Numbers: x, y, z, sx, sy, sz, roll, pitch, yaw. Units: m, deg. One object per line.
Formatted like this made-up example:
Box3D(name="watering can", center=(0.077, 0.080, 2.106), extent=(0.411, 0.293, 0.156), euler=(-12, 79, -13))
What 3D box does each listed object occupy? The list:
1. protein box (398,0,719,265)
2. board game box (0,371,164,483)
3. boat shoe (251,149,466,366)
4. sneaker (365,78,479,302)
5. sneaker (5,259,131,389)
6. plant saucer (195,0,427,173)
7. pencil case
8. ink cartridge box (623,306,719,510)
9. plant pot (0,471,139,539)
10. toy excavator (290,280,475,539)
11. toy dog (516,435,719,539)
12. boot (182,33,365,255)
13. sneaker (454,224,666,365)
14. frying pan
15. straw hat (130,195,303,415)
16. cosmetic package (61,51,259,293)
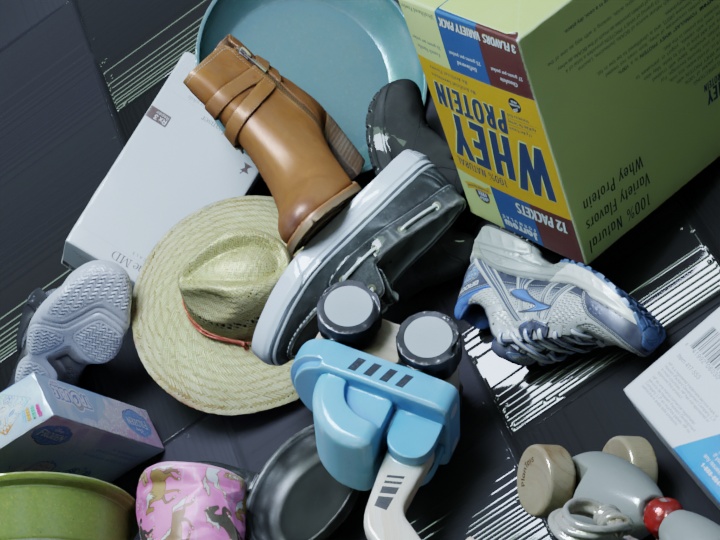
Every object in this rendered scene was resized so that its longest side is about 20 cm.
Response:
Box3D(name="protein box", center=(0.164, -0.155, 1.654), extent=(0.198, 0.201, 0.135), euler=(-38, 39, -22))
Box3D(name="board game box", center=(-0.280, 0.160, 1.766), extent=(0.198, 0.200, 0.044), euler=(-31, 70, 11))
Box3D(name="boat shoe", center=(0.000, 0.000, 1.706), extent=(0.071, 0.072, 0.200), euler=(39, 87, 21))
Box3D(name="sneaker", center=(0.056, -0.070, 1.803), extent=(0.090, 0.076, 0.201), euler=(-16, 58, 17))
Box3D(name="sneaker", center=(-0.243, 0.041, 1.879), extent=(0.114, 0.075, 0.201), euler=(-91, 26, -48))
Box3D(name="plant saucer", center=(-0.044, -0.164, 1.895), extent=(0.201, 0.199, 0.036), euler=(-65, 6, -23))
Box3D(name="pencil case", center=(-0.130, 0.240, 1.661), extent=(0.083, 0.086, 0.201), euler=(-43, 37, 53))
Box3D(name="ink cartridge box", center=(0.298, 0.075, 1.490), extent=(0.200, 0.086, 0.147), euler=(-39, 43, 1))
Box3D(name="plant pot", center=(-0.253, 0.278, 1.678), extent=(0.199, 0.200, 0.191), euler=(-21, 59, 21))
Box3D(name="toy excavator", center=(0.022, 0.134, 1.617), extent=(0.193, 0.100, 0.201), euler=(20, 60, 15))
Box3D(name="toy dog", center=(0.173, 0.180, 1.486), extent=(0.131, 0.097, 0.200), euler=(4, 16, -5))
Box3D(name="boot", center=(-0.071, -0.104, 1.753), extent=(0.077, 0.155, 0.200), euler=(-41, 11, 25))
Box3D(name="sneaker", center=(0.142, 0.038, 1.655), extent=(0.200, 0.077, 0.086), euler=(25, 83, 53))
Box3D(name="frying pan", center=(-0.068, 0.176, 1.716), extent=(0.189, 0.031, 0.115), euler=(-22, 40, 35))
Box3D(name="straw hat", center=(-0.094, 0.009, 1.774), extent=(0.199, 0.085, 0.203), euler=(-3, 68, 8))
Box3D(name="cosmetic package", center=(-0.155, -0.067, 1.903), extent=(0.201, 0.112, 0.081), euler=(-62, 2, -20))
